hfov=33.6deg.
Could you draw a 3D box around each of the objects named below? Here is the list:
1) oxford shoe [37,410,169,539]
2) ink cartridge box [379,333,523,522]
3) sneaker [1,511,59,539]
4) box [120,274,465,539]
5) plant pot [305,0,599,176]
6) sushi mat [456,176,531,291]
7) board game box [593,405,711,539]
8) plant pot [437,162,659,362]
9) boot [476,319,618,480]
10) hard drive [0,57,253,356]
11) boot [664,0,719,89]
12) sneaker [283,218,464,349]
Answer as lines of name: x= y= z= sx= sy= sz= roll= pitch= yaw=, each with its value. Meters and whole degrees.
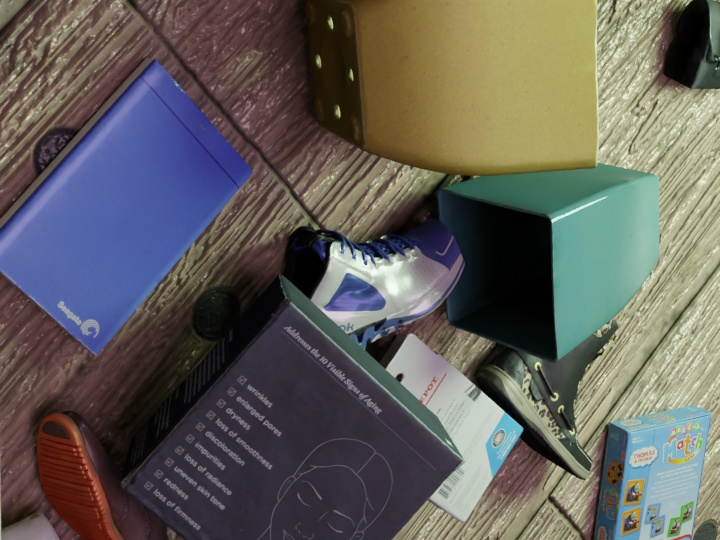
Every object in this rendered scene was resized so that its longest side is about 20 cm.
oxford shoe: x=-0.209 y=0.189 z=0.996 sx=0.073 sy=0.071 sz=0.202 roll=-44 pitch=132 yaw=-40
ink cartridge box: x=0.058 y=0.146 z=1.164 sx=0.200 sy=0.068 sz=0.117 roll=42 pitch=78 yaw=-37
sneaker: x=-0.268 y=0.297 z=0.972 sx=0.114 sy=0.073 sz=0.203 roll=-19 pitch=113 yaw=-27
box: x=-0.057 y=0.148 z=0.983 sx=0.200 sy=0.124 sz=0.197 roll=43 pitch=93 yaw=-12
plant pot: x=0.064 y=-0.182 z=1.000 sx=0.198 sy=0.194 sz=0.198 roll=-13 pitch=112 yaw=-19
sushi mat: x=0.144 y=-0.082 z=1.191 sx=0.095 sy=0.012 sz=0.202 roll=20 pitch=92 yaw=-40
board game box: x=0.349 y=0.271 z=1.436 sx=0.150 sy=0.036 sz=0.203 roll=-5 pitch=108 yaw=-35
plant pot: x=0.196 y=-0.029 z=1.158 sx=0.199 sy=0.140 sz=0.143 roll=-24 pitch=119 yaw=-37
boot: x=0.222 y=0.119 z=1.278 sx=0.151 sy=0.073 sz=0.200 roll=-51 pitch=121 yaw=-12
hard drive: x=-0.191 y=-0.049 z=0.950 sx=0.201 sy=0.025 sz=0.132 roll=-51 pitch=127 yaw=-13
boot: x=0.428 y=-0.281 z=1.311 sx=0.198 sy=0.065 sz=0.167 roll=-2 pitch=104 yaw=-31
sneaker: x=-0.001 y=0.000 z=1.069 sx=0.199 sy=0.080 sz=0.116 roll=-36 pitch=124 yaw=-20
